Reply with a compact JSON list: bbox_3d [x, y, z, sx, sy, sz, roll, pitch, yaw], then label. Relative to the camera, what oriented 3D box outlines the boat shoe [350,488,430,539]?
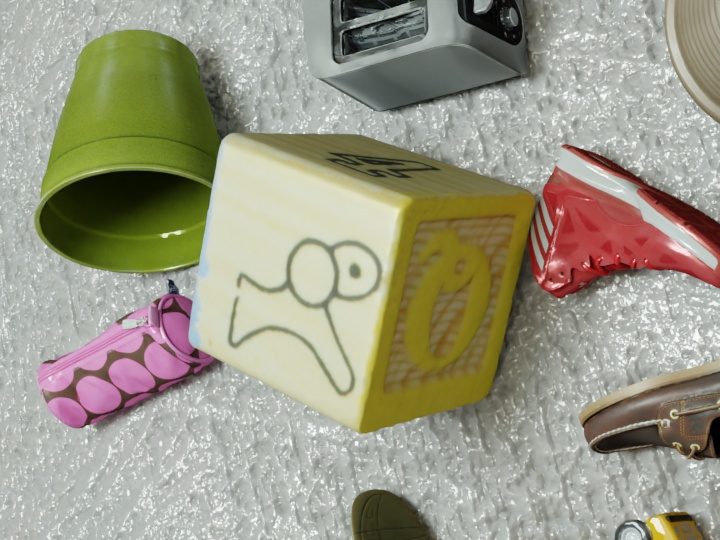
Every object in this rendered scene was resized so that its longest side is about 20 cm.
[{"bbox_3d":[0.037,0.286,1.098,0.202,0.071,0.066,62,149,33],"label":"boat shoe"}]

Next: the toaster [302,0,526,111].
[{"bbox_3d":[0.043,-0.254,1.166,0.198,0.118,0.183,-9,75,33],"label":"toaster"}]

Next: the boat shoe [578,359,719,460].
[{"bbox_3d":[0.261,0.108,0.974,0.199,0.070,0.071,-25,64,29],"label":"boat shoe"}]

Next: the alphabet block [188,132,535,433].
[{"bbox_3d":[0.000,0.000,1.079,0.199,0.196,0.197,23,110,35],"label":"alphabet block"}]

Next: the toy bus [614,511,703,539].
[{"bbox_3d":[0.181,0.265,1.003,0.200,0.065,0.079,-38,62,23],"label":"toy bus"}]

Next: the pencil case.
[{"bbox_3d":[-0.247,0.092,1.317,0.199,0.093,0.092,-30,65,27],"label":"pencil case"}]

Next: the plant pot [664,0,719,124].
[{"bbox_3d":[0.322,-0.196,0.943,0.199,0.093,0.203,0,91,19],"label":"plant pot"}]

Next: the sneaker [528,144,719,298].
[{"bbox_3d":[0.216,-0.011,1.039,0.200,0.078,0.116,43,115,45],"label":"sneaker"}]

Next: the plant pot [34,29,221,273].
[{"bbox_3d":[-0.226,-0.130,1.300,0.199,0.200,0.195,-24,57,29],"label":"plant pot"}]
